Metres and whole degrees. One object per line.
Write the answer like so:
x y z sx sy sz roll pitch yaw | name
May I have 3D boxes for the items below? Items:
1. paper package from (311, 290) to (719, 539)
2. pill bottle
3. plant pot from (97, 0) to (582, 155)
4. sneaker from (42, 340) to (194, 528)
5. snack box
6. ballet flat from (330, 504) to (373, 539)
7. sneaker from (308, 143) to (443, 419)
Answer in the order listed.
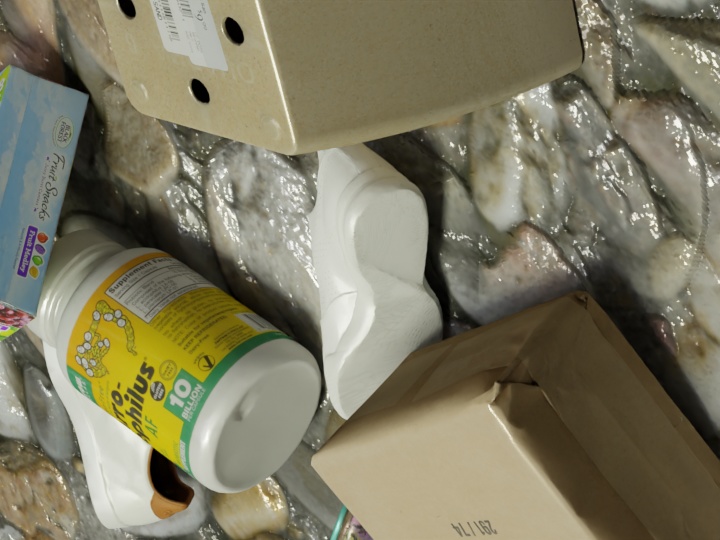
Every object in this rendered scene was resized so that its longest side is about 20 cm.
0.101 0.128 1.425 0.191 0.103 0.200 51 147 -10 | paper package
-0.132 0.054 1.672 0.200 0.113 0.113 34 142 30 | pill bottle
-0.032 -0.168 1.281 0.200 0.177 0.200 19 133 44 | plant pot
-0.169 0.088 1.814 0.085 0.073 0.200 -10 108 22 | sneaker
-0.268 -0.028 1.725 0.068 0.169 0.200 21 156 -23 | snack box
0.005 0.208 1.689 0.071 0.069 0.200 29 148 6 | ballet flat
0.000 0.000 1.507 0.089 0.075 0.200 50 150 39 | sneaker
